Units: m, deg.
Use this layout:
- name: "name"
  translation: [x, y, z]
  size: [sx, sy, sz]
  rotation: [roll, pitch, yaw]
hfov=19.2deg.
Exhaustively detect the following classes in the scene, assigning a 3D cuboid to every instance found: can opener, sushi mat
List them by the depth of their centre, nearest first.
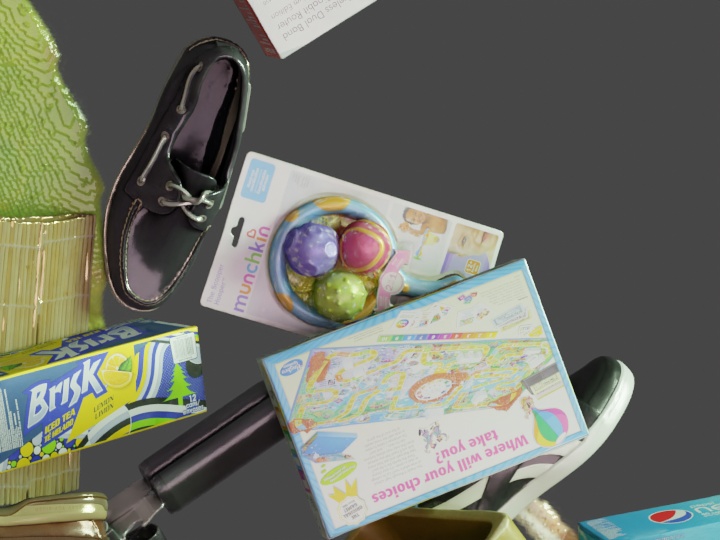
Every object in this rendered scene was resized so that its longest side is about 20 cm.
- name: "sushi mat"
  translation: [-0.226, 0.061, 1.457]
  size: [0.096, 0.012, 0.200]
  rotation: [-2, 100, -48]
- name: "can opener"
  translation: [-0.129, 0.155, 1.504]
  size: [0.200, 0.053, 0.066]
  rotation: [-38, 121, -8]

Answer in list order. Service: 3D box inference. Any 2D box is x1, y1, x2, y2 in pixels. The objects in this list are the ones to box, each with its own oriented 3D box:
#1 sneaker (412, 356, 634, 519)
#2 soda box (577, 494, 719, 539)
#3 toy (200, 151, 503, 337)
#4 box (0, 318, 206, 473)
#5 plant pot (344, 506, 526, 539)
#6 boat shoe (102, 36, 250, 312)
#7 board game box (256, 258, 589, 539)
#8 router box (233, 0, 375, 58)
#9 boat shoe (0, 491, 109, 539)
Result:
- name: "sneaker"
  translation: [0.098, 0.112, 1.543]
  size: [0.200, 0.073, 0.112]
  rotation: [-44, 108, -4]
- name: "soda box"
  translation: [0.269, 0.212, 1.610]
  size: [0.200, 0.064, 0.068]
  rotation: [-9, 101, -13]
- name: "toy"
  translation: [0.000, 0.000, 1.514]
  size: [0.200, 0.047, 0.115]
  rotation: [17, 92, -17]
- name: "box"
  translation: [-0.202, 0.084, 1.420]
  size: [0.200, 0.070, 0.064]
  rotation: [-14, 103, -40]
- name: "plant pot"
  translation: [0.060, 0.302, 1.461]
  size: [0.200, 0.194, 0.196]
  rotation: [47, 67, -17]
- name: "boat shoe"
  translation: [-0.125, -0.065, 1.462]
  size: [0.073, 0.063, 0.200]
  rotation: [19, 93, -17]
- name: "board game box"
  translation: [0.044, 0.088, 1.487]
  size: [0.200, 0.034, 0.135]
  rotation: [-20, 92, -10]
- name: "router box"
  translation: [-0.022, -0.274, 1.466]
  size: [0.200, 0.049, 0.180]
  rotation: [-34, 105, -8]
- name: "boat shoe"
  translation: [-0.260, 0.191, 1.404]
  size: [0.200, 0.072, 0.068]
  rotation: [-5, 81, -22]
